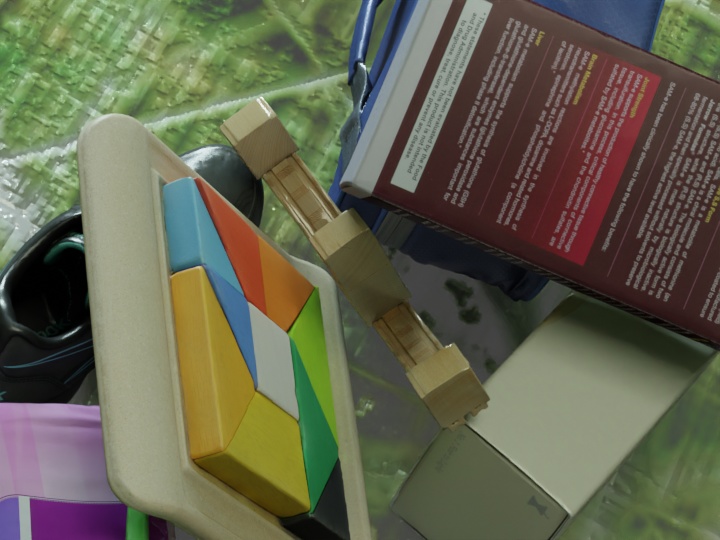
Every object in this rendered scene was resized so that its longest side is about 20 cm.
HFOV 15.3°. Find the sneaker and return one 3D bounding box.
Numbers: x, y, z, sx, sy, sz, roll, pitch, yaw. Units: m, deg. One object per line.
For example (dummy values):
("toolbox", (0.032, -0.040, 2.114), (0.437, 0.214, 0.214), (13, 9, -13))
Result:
("sneaker", (-0.107, 0.000, 1.220), (0.075, 0.079, 0.200), (42, 54, 7))

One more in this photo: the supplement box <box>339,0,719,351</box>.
("supplement box", (0.104, -0.047, 1.189), (0.200, 0.061, 0.109), (24, 88, -5))

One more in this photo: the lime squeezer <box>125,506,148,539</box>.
("lime squeezer", (-0.123, 0.138, 1.069), (0.071, 0.038, 0.200), (43, 56, 5))

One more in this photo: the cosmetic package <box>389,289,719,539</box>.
("cosmetic package", (0.111, 0.052, 1.258), (0.073, 0.104, 0.200), (42, 55, 8))

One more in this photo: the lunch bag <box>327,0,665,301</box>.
("lunch bag", (0.062, -0.103, 1.306), (0.132, 0.136, 0.200), (23, 57, -7))

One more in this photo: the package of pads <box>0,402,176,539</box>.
("package of pads", (-0.135, 0.150, 1.125), (0.120, 0.076, 0.200), (2, 61, -18))

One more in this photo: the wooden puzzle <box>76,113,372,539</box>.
("wooden puzzle", (-0.050, 0.044, 1.174), (0.200, 0.037, 0.185), (36, 40, -54))

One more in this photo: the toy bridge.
("toy bridge", (0.000, 0.000, 1.215), (0.027, 0.067, 0.200), (-36, 52, -1))
